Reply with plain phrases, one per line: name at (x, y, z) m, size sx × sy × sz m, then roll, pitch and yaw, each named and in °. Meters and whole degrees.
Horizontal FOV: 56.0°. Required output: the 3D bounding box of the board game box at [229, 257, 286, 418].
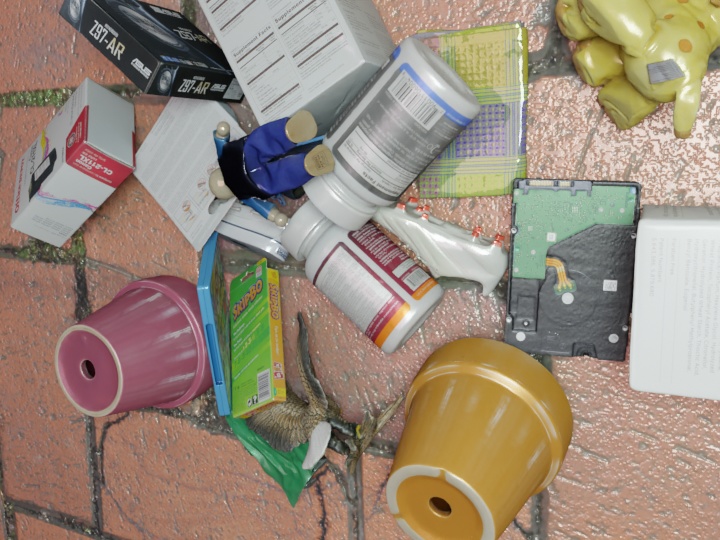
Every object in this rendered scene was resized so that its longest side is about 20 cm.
board game box at (-0.144, 0.091, 0.927) m, size 0.095 × 0.030 × 0.203 m, roll -29°, pitch 60°, yaw 40°

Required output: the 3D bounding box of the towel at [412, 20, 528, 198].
towel at (0.130, -0.190, 0.807) m, size 0.142 × 0.023 × 0.203 m, roll 1°, pitch 100°, yaw 23°

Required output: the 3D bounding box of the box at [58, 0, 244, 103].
box at (-0.250, -0.282, 0.862) m, size 0.160 × 0.200 × 0.044 m, roll 43°, pitch 113°, yaw 12°

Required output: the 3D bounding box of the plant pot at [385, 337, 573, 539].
plant pot at (0.122, 0.210, 0.766) m, size 0.198 × 0.183 × 0.203 m, roll 14°, pitch 122°, yaw 23°

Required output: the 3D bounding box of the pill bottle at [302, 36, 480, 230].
pill bottle at (0.028, -0.146, 0.761) m, size 0.114 × 0.114 × 0.200 m, roll 49°, pitch 116°, yaw 8°

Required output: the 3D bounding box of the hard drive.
hard drive at (0.237, -0.002, 0.772) m, size 0.138 × 0.038 × 0.203 m, roll 3°, pitch 103°, yaw 14°

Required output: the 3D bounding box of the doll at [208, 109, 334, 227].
doll at (-0.115, -0.113, 0.774) m, size 0.199 × 0.048 × 0.137 m, roll -9°, pitch 116°, yaw 47°

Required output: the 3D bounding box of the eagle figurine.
eagle figurine at (-0.066, 0.175, 0.899) m, size 0.199 × 0.152 × 0.152 m, roll 38°, pitch 152°, yaw 20°

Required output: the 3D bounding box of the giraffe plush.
giraffe plush at (0.312, -0.242, 0.650) m, size 0.161 × 0.200 × 0.173 m, roll -35°, pitch 117°, yaw 2°

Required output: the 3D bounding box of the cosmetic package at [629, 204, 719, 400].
cosmetic package at (0.372, 0.025, 0.658) m, size 0.198 × 0.164 × 0.167 m, roll 4°, pitch 102°, yaw 25°

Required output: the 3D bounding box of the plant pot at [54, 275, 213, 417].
plant pot at (-0.327, 0.120, 0.981) m, size 0.198 × 0.179 × 0.203 m, roll 5°, pitch 103°, yaw 24°

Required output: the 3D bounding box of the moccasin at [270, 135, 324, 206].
moccasin at (-0.094, -0.125, 0.885) m, size 0.198 × 0.080 × 0.069 m, roll -12°, pitch 90°, yaw 26°

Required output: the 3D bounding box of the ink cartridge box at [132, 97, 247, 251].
ink cartridge box at (-0.216, -0.144, 0.919) m, size 0.200 × 0.057 × 0.163 m, roll 44°, pitch 104°, yaw 23°

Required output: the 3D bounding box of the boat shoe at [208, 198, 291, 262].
boat shoe at (-0.170, -0.072, 0.945) m, size 0.198 × 0.074 × 0.066 m, roll 23°, pitch 80°, yaw 23°

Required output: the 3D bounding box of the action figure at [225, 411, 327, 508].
action figure at (-0.137, 0.232, 0.987) m, size 0.199 × 0.054 × 0.119 m, roll 39°, pitch 114°, yaw 20°

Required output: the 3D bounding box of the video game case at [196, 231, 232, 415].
video game case at (-0.191, 0.070, 0.908) m, size 0.018 × 0.144 × 0.202 m, roll -5°, pitch 121°, yaw -5°

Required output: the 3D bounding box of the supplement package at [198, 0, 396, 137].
supplement package at (-0.068, -0.285, 0.804) m, size 0.150 × 0.151 × 0.202 m, roll -28°, pitch 87°, yaw 24°

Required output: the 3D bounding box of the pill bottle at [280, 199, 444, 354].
pill bottle at (0.000, 0.000, 0.851) m, size 0.200 × 0.109 × 0.110 m, roll 43°, pitch 113°, yaw 12°

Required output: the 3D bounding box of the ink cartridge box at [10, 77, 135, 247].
ink cartridge box at (-0.421, -0.154, 0.992) m, size 0.199 × 0.082 × 0.147 m, roll -37°, pitch 49°, yaw 25°

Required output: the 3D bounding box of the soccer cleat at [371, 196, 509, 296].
soccer cleat at (0.084, -0.034, 0.833) m, size 0.198 × 0.069 × 0.078 m, roll 25°, pitch 112°, yaw 16°
